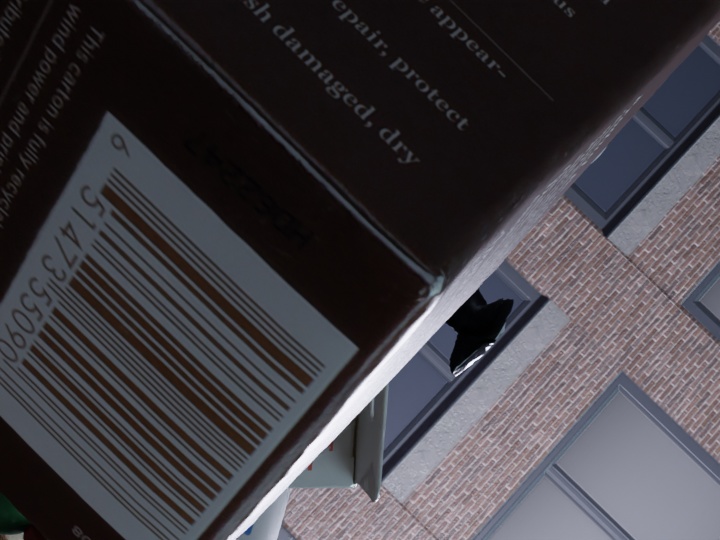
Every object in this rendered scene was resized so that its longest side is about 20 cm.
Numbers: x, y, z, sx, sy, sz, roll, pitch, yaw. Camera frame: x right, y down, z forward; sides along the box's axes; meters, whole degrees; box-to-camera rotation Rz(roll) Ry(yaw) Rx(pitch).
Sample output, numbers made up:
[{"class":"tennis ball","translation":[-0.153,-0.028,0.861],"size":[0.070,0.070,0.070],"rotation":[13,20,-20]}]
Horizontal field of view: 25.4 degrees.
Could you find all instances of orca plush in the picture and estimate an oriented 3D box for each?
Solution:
[{"class":"orca plush","translation":[0.000,0.000,1.042],"size":[0.071,0.200,0.105],"rotation":[7,123,-49]}]

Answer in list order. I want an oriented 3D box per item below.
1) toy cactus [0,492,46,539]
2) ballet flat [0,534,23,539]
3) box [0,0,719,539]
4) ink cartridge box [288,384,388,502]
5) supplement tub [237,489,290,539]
[{"class":"toy cactus","translation":[-0.162,0.079,0.687],"size":[0.164,0.200,0.103],"rotation":[-13,126,-22]},{"class":"ballet flat","translation":[-0.230,0.158,1.049],"size":[0.071,0.071,0.200],"rotation":[-43,174,-42]},{"class":"box","translation":[-0.031,-0.049,0.446],"size":[0.200,0.164,0.166],"rotation":[-42,173,-48]},{"class":"ink cartridge box","translation":[-0.044,0.038,0.794],"size":[0.200,0.067,0.117],"rotation":[-159,-109,-71]},{"class":"supplement tub","translation":[-0.102,0.111,1.009],"size":[0.132,0.132,0.201],"rotation":[-51,-163,46]}]
